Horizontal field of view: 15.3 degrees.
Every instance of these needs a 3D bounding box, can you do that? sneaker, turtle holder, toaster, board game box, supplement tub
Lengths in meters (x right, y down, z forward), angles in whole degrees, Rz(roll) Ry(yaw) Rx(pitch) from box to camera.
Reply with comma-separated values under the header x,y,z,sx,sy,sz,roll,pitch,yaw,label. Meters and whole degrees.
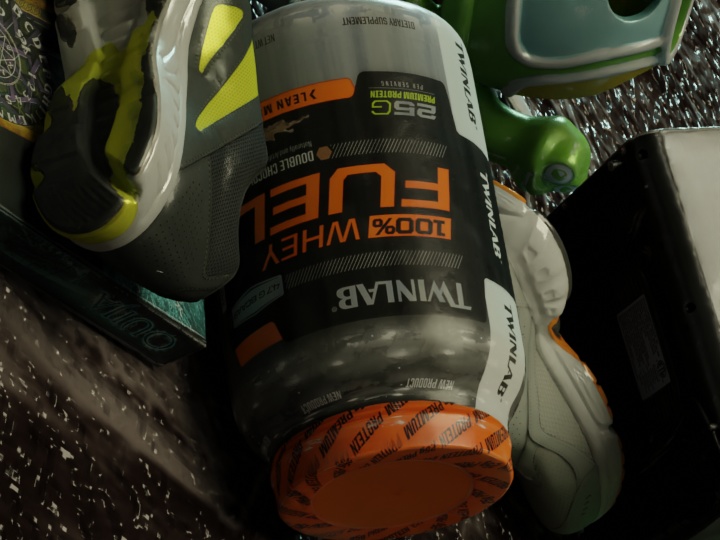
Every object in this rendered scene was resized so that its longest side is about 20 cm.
x,y,z,sx,sy,sz,roll,pitch,yaw,label
-0.073,-0.073,1.027,0.085,0.074,0.201,51,39,-41,sneaker
0.056,0.055,1.230,0.076,0.092,0.201,35,-27,49,sneaker
0.096,-0.138,1.324,0.141,0.131,0.187,46,61,-79,turtle holder
0.168,0.043,1.287,0.118,0.181,0.201,-9,73,-21,toaster
-0.129,-0.063,1.012,0.200,0.028,0.136,37,39,-45,board game box
0.000,0.000,1.096,0.122,0.122,0.201,27,46,-51,supplement tub

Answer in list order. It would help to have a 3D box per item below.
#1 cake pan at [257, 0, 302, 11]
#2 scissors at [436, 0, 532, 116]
x,y,z,sx,sy,sz,roll,pitch,yaw,label
-0.002,-0.199,1.221,0.200,0.036,0.202,21,90,-76,cake pan
0.054,-0.147,1.427,0.200,0.014,0.073,48,31,-30,scissors
